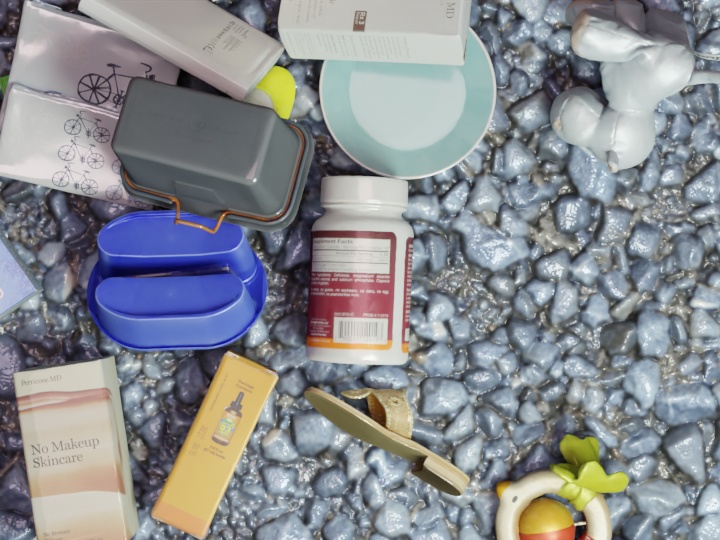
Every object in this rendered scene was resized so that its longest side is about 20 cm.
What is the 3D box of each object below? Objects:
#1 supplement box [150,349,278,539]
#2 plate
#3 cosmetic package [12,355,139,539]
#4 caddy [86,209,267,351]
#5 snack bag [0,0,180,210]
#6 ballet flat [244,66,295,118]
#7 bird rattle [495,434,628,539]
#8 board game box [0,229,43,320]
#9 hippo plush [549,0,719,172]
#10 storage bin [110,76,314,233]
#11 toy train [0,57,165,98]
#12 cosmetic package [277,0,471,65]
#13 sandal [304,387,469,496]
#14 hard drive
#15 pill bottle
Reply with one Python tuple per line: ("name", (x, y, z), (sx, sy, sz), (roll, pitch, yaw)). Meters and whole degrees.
("supplement box", (-0.160, 0.190, 1.548), (0.066, 0.069, 0.200), (25, 90, -2))
("plate", (0.053, -0.202, 1.578), (0.199, 0.026, 0.201), (0, 89, -2))
("cosmetic package", (-0.310, 0.200, 1.532), (0.103, 0.087, 0.201), (-10, 89, -1))
("caddy", (-0.203, 0.014, 1.532), (0.199, 0.105, 0.142), (-1, 67, -1))
("snack bag", (-0.296, -0.180, 1.535), (0.188, 0.021, 0.201), (14, 103, -10))
("ballet flat", (-0.141, -0.145, 1.551), (0.067, 0.067, 0.200), (39, 88, 1))
("bird rattle", (0.233, 0.287, 1.561), (0.163, 0.113, 0.201), (-9, 103, 10))
("board game box", (-0.492, -0.002, 1.552), (0.199, 0.043, 0.200), (-36, 90, -3))
("hippo plush", (0.299, -0.199, 1.548), (0.200, 0.159, 0.161), (25, 120, 13))
("storage bin", (-0.164, -0.120, 1.447), (0.199, 0.134, 0.146), (14, 82, 8))
("toy train", (-0.307, -0.220, 1.563), (0.199, 0.042, 0.057), (-18, 79, -2))
("cosmetic package", (0.018, -0.286, 1.525), (0.199, 0.074, 0.102), (2, 71, 11))
("sandal", (0.040, 0.167, 1.561), (0.211, 0.078, 0.070), (34, 69, -7))
("hard drive", (-0.191, -0.265, 1.525), (0.200, 0.132, 0.027), (30, 124, -1))
("pill bottle", (0.000, 0.000, 1.530), (0.114, 0.114, 0.201), (3, 89, -2))
